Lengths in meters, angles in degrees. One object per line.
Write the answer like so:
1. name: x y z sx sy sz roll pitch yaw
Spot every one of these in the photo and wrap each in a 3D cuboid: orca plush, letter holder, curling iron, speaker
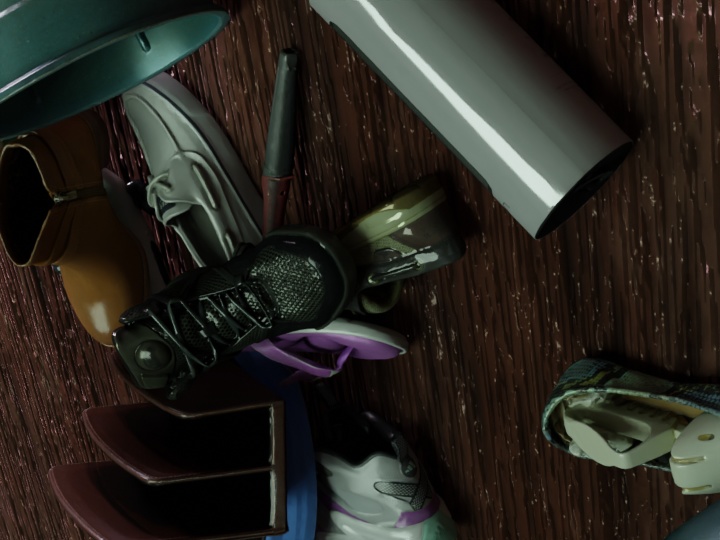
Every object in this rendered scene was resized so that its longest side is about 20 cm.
1. orca plush: -0.185 -0.019 1.429 0.200 0.071 0.106 40 100 5
2. letter holder: -0.154 0.127 1.285 0.200 0.141 0.102 -155 63 -65
3. curling iron: -0.063 -0.061 1.212 0.025 0.049 0.202 25 120 20
4. speaker: 0.064 -0.114 0.995 0.200 0.081 0.081 47 146 11

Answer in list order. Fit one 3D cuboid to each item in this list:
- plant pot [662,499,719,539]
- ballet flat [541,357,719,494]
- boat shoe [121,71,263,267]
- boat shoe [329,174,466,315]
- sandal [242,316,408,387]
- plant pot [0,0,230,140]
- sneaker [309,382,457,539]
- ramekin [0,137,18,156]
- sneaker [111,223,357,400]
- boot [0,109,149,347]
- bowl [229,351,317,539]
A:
1. plant pot: 0.252 0.195 0.941 0.200 0.199 0.188 46 131 13
2. ballet flat: 0.190 0.103 1.035 0.199 0.074 0.075 8 125 48
3. boat shoe: -0.127 -0.058 1.293 0.201 0.066 0.072 58 146 -5
4. boat shoe: 0.001 -0.001 1.179 0.200 0.071 0.066 -32 88 52
5. sandal: -0.053 0.062 1.268 0.201 0.082 0.050 1 79 33
6. plant pot: -0.220 -0.218 1.173 0.200 0.199 0.198 -26 91 56
7. sneaker: -0.019 0.153 1.342 0.199 0.078 0.141 -8 110 46
8. ramekin: -0.304 -0.153 1.315 0.097 0.201 0.202 5 128 16
9. sneaker: -0.090 0.033 1.155 0.198 0.114 0.077 -16 109 45
10. boot: -0.220 -0.021 1.314 0.076 0.155 0.202 -1 104 9
11. bowl: -0.088 0.150 1.368 0.200 0.039 0.203 175 90 -68
